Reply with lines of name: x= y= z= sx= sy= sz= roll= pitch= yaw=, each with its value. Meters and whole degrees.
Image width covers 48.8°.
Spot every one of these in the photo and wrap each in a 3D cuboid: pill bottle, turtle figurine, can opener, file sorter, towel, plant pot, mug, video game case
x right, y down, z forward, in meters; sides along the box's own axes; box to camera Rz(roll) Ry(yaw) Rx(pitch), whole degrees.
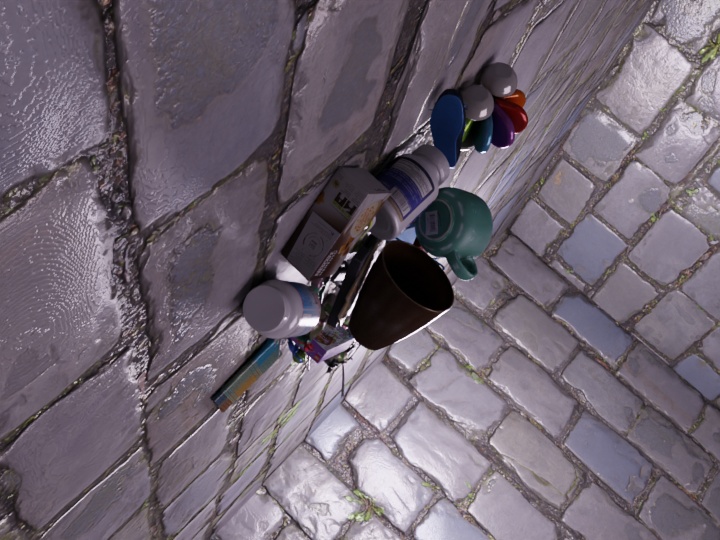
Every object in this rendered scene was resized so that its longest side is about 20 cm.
pill bottle: x=-0.150 y=0.073 z=1.504 sx=0.109 sy=0.109 sz=0.200 roll=-50 pitch=168 yaw=5
turtle figurine: x=-0.116 y=0.087 z=1.675 sx=0.150 sy=0.099 sz=0.203 roll=-96 pitch=-154 yaw=-72
turtle figurine: x=-0.083 y=0.176 z=2.015 sx=0.195 sy=0.200 sz=0.144 roll=-51 pitch=-157 yaw=-10
can opener: x=-0.052 y=0.013 z=1.822 sx=0.067 sy=0.053 sz=0.200 roll=-52 pitch=167 yaw=11
file sorter: x=0.107 y=0.016 z=1.820 sx=0.138 sy=0.122 sz=0.202 roll=-19 pitch=137 yaw=-57
towel: x=-0.262 y=0.242 z=1.844 sx=0.200 sy=0.022 sz=0.147 roll=-45 pitch=166 yaw=-15
plant pot: x=0.067 y=0.073 z=1.685 sx=0.200 sy=0.187 sz=0.186 roll=-49 pitch=170 yaw=33
mug: x=0.199 y=-0.090 z=1.685 sx=0.114 sy=0.185 sz=0.153 roll=10 pitch=120 yaw=-49
pill bottle: x=0.090 y=-0.166 z=1.623 sx=0.200 sy=0.119 sz=0.120 roll=-43 pitch=167 yaw=-28
video game case: x=0.000 y=0.000 z=1.692 sx=0.181 sy=0.025 sz=0.202 roll=-54 pitch=170 yaw=-48

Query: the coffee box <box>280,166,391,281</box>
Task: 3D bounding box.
coffee box: x=-0.045 y=-0.086 z=1.459 sx=0.201 sy=0.080 sz=0.114 roll=-54 pitch=164 yaw=19

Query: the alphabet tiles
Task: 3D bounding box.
alphabet tiles: x=0.003 y=0.020 z=1.671 sx=0.202 sy=0.006 sz=0.167 roll=-61 pitch=173 yaw=-13

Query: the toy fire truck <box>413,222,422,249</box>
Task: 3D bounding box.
toy fire truck: x=0.096 y=-0.100 z=1.944 sx=0.166 sy=0.113 sz=0.201 roll=-13 pitch=153 yaw=-25

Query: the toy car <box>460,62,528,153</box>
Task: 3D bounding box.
toy car: x=0.289 y=-0.337 z=1.749 sx=0.200 sy=0.150 sz=0.176 roll=-44 pitch=168 yaw=-24

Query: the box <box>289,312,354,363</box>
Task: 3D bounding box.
box: x=-0.102 y=0.139 z=1.824 sx=0.039 sy=0.137 sz=0.200 roll=-52 pitch=168 yaw=15

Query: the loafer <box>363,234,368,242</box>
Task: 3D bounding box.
loafer: x=0.037 y=-0.044 z=1.875 sx=0.075 sy=0.069 sz=0.200 roll=-32 pitch=161 yaw=7

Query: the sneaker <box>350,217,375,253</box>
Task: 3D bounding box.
sneaker: x=-0.027 y=-0.081 z=1.582 sx=0.081 sy=0.074 sz=0.201 roll=-37 pitch=162 yaw=-30

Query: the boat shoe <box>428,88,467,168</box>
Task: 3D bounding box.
boat shoe: x=0.177 y=-0.299 z=1.624 sx=0.201 sy=0.083 sz=0.069 roll=95 pitch=14 yaw=-56

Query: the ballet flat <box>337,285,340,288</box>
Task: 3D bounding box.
ballet flat: x=0.003 y=0.011 z=2.011 sx=0.199 sy=0.057 sz=0.067 roll=-34 pitch=162 yaw=-54

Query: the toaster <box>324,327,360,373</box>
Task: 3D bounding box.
toaster: x=-0.045 y=0.162 z=2.153 sx=0.182 sy=0.118 sz=0.200 roll=-52 pitch=169 yaw=10
